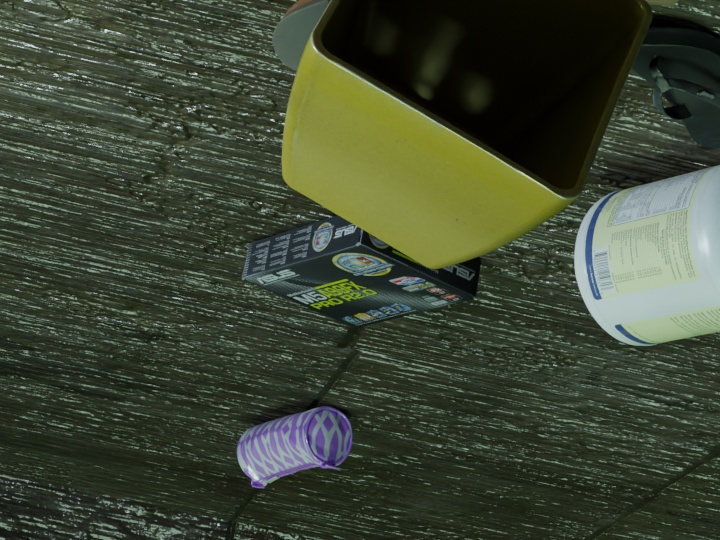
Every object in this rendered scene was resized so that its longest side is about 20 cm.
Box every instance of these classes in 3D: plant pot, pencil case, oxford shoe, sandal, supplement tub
[{"bbox_3d":[0.053,-0.121,1.429,0.200,0.200,0.176,31,142,-6],"label":"plant pot"},{"bbox_3d":[-0.090,0.235,2.718,0.084,0.086,0.200,18,157,-27],"label":"pencil case"},{"bbox_3d":[0.031,-0.210,1.541,0.200,0.071,0.071,-12,118,18],"label":"oxford shoe"},{"bbox_3d":[0.271,-0.139,1.634,0.076,0.043,0.200,-4,155,33],"label":"sandal"},{"bbox_3d":[0.304,-0.016,1.796,0.145,0.145,0.200,25,154,-36],"label":"supplement tub"}]

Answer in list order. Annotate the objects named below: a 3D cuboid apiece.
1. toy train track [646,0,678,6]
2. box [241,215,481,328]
[{"bbox_3d":[0.169,-0.206,1.529,0.115,0.033,0.200,5,166,-7],"label":"toy train track"},{"bbox_3d":[0.000,0.000,2.117,0.160,0.044,0.200,24,155,-34],"label":"box"}]
